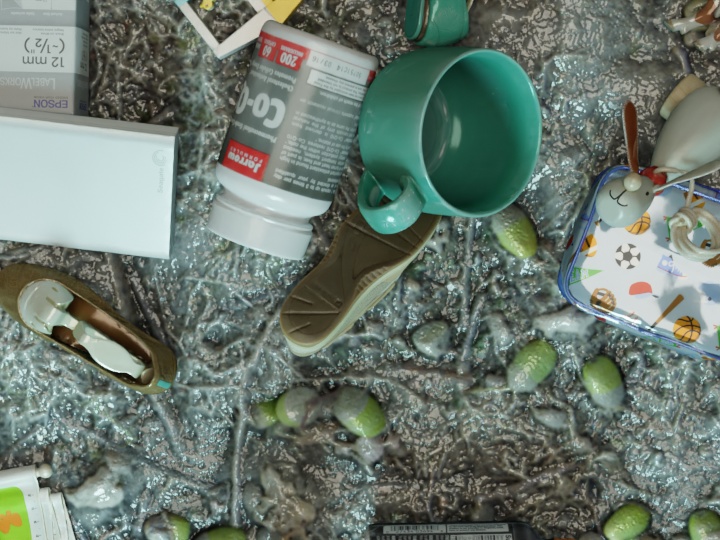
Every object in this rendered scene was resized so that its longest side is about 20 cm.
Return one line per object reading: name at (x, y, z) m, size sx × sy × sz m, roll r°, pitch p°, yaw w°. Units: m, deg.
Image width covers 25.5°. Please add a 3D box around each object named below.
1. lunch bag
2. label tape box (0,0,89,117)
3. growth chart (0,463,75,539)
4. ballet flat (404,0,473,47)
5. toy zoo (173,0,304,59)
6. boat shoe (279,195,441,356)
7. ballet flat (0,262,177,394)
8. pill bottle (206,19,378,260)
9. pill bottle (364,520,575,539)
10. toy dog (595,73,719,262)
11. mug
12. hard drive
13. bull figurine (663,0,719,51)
lunch bag at (0.295, -0.010, 1.485) m, size 0.200 × 0.076 × 0.161 m, roll 21°, pitch 90°, yaw 1°
label tape box at (-0.333, -0.181, 1.503) m, size 0.143 × 0.066 × 0.201 m, roll 1°, pitch 91°, yaw 2°
growth chart at (-0.333, 0.286, 1.545) m, size 0.144 × 0.018 × 0.200 m, roll -20°, pitch 91°, yaw 3°
ballet flat at (0.081, -0.308, 1.492) m, size 0.070 × 0.067 × 0.201 m, roll 1°, pitch 93°, yaw -22°
toy zoo at (-0.126, -0.295, 1.514) m, size 0.131 × 0.020 × 0.200 m, roll -39°, pitch 91°, yaw 3°
boat shoe at (0.000, 0.000, 1.501) m, size 0.072 × 0.065 × 0.200 m, roll 38°, pitch 74°, yaw 13°
ballet flat at (-0.264, 0.056, 1.506) m, size 0.200 × 0.072 × 0.068 m, roll 35°, pitch 94°, yaw 1°
pill bottle at (-0.067, -0.119, 1.469) m, size 0.114 × 0.114 × 0.200 m, roll 19°, pitch 97°, yaw 1°
pill bottle at (0.104, 0.287, 1.486) m, size 0.199 × 0.106 × 0.107 m, roll -1°, pitch 92°, yaw 2°
toy dog at (0.293, -0.116, 1.423) m, size 0.132 × 0.096 × 0.200 m, roll 22°, pitch 51°, yaw 5°
mug at (0.061, -0.124, 1.441) m, size 0.185 × 0.114 × 0.152 m, roll -14°, pitch 106°, yaw -37°
hard drive at (-0.273, -0.083, 1.495) m, size 0.199 × 0.027 × 0.132 m, roll 6°, pitch 120°, yaw -1°
bull figurine at (0.300, -0.300, 1.479) m, size 0.200 × 0.065 × 0.121 m, roll 43°, pitch 97°, yaw 2°
